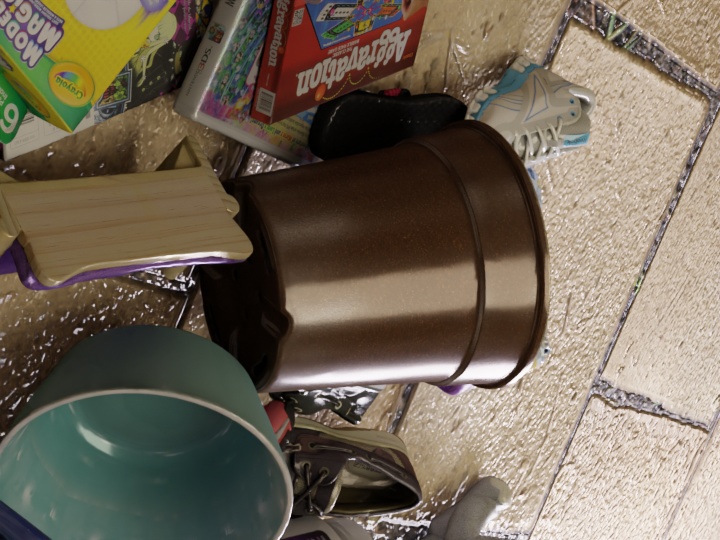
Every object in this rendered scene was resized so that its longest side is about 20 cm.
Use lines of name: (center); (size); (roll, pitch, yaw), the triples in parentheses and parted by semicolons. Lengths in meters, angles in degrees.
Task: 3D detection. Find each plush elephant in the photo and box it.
plush elephant: (0.113, 0.304, 1.661); (0.200, 0.154, 0.166); (-8, 117, -51)

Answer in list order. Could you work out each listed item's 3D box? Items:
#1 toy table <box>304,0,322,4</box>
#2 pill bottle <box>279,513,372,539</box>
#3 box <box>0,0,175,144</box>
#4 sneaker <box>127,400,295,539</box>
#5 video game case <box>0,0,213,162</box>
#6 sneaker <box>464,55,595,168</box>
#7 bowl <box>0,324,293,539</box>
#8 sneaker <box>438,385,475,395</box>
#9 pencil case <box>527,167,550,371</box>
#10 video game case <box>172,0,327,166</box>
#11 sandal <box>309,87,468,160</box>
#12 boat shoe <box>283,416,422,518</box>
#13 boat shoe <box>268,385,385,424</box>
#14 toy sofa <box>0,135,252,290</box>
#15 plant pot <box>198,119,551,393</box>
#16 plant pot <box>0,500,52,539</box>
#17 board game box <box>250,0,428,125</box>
toy table: (-0.031, -0.260, 1.063); (0.117, 0.184, 0.200); (-44, 160, -9)
pill bottle: (-0.076, 0.251, 1.421); (0.200, 0.111, 0.112); (-4, 114, -51)
box: (-0.164, -0.173, 1.034); (0.200, 0.048, 0.117); (-53, 144, -13)
sneaker: (-0.127, 0.149, 1.315); (0.200, 0.087, 0.074); (-44, 174, -33)
video game case: (-0.164, -0.188, 1.097); (0.181, 0.036, 0.201); (-30, 133, -40)
sneaker: (0.139, -0.115, 1.446); (0.200, 0.086, 0.075); (-50, 152, -51)
bowl: (-0.142, 0.113, 1.208); (0.105, 0.200, 0.201); (-88, 170, -48)
sneaker: (0.049, 0.028, 1.485); (0.088, 0.080, 0.201); (-34, 131, -26)
pencil case: (0.115, -0.001, 1.533); (0.083, 0.090, 0.201); (-37, 136, -33)
video game case: (-0.044, -0.171, 1.244); (0.183, 0.024, 0.200); (-66, 158, 2)
sandal: (0.021, -0.111, 1.381); (0.200, 0.045, 0.075); (6, 108, -53)
boat shoe: (-0.035, 0.163, 1.424); (0.199, 0.065, 0.072); (8, 115, -36)
boat shoe: (-0.041, 0.086, 1.404); (0.200, 0.068, 0.057); (19, 96, -57)
toy sofa: (-0.170, -0.019, 1.120); (0.200, 0.098, 0.083); (-10, 154, -50)
plant pot: (0.000, 0.000, 1.281); (0.197, 0.200, 0.201); (-8, 119, -25)
plant pot: (-0.263, 0.246, 1.107); (0.200, 0.199, 0.180); (-53, 150, -16)
board game box: (-0.007, -0.174, 1.267); (0.200, 0.019, 0.103); (-31, 141, -54)
